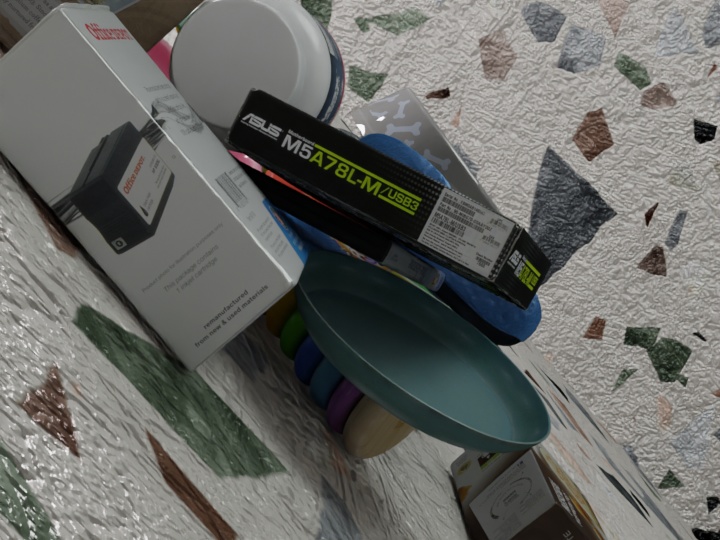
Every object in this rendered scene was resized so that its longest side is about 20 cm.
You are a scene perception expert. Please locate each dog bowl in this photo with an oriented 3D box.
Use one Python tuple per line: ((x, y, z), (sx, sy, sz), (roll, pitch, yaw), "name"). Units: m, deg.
((0.071, -0.076, 1.365), (0.201, 0.059, 0.200), (53, 4, -6), "dog bowl")

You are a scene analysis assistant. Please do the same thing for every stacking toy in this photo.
((-0.035, 0.038, 1.103), (0.200, 0.085, 0.085), (46, 5, 23), "stacking toy")

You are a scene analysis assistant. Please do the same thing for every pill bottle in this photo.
((-0.077, -0.146, 1.139), (0.120, 0.119, 0.200), (50, 6, 0), "pill bottle")

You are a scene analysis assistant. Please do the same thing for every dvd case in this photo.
((-0.021, -0.032, 1.075), (0.142, 0.018, 0.200), (28, 1, 15), "dvd case")

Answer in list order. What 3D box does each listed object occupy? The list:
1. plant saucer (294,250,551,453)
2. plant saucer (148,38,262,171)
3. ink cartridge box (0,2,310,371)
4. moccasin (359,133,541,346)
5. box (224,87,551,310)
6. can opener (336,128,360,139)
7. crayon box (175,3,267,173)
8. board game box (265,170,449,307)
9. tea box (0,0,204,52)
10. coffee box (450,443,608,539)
((0.036, 0.057, 1.009), (0.199, 0.028, 0.200), (30, 18, -11), "plant saucer")
((-0.162, -0.138, 1.271), (0.201, 0.051, 0.201), (50, 7, -8), "plant saucer")
((-0.126, -0.053, 0.911), (0.200, 0.084, 0.145), (50, 7, -5), "ink cartridge box")
((0.053, -0.014, 1.199), (0.200, 0.080, 0.068), (53, -21, 7), "moccasin")
((0.025, -0.044, 1.034), (0.199, 0.048, 0.193), (29, 2, 15), "box")
((-0.010, -0.080, 1.342), (0.066, 0.053, 0.200), (26, -3, 11), "can opener")
((-0.089, -0.129, 1.441), (0.173, 0.058, 0.200), (54, -9, 36), "crayon box")
((0.000, 0.000, 1.244), (0.199, 0.040, 0.153), (31, 17, -11), "board game box")
((-0.229, -0.251, 1.089), (0.200, 0.133, 0.197), (46, 7, -28), "tea box")
((0.147, 0.214, 1.272), (0.114, 0.080, 0.200), (49, 7, -13), "coffee box")
